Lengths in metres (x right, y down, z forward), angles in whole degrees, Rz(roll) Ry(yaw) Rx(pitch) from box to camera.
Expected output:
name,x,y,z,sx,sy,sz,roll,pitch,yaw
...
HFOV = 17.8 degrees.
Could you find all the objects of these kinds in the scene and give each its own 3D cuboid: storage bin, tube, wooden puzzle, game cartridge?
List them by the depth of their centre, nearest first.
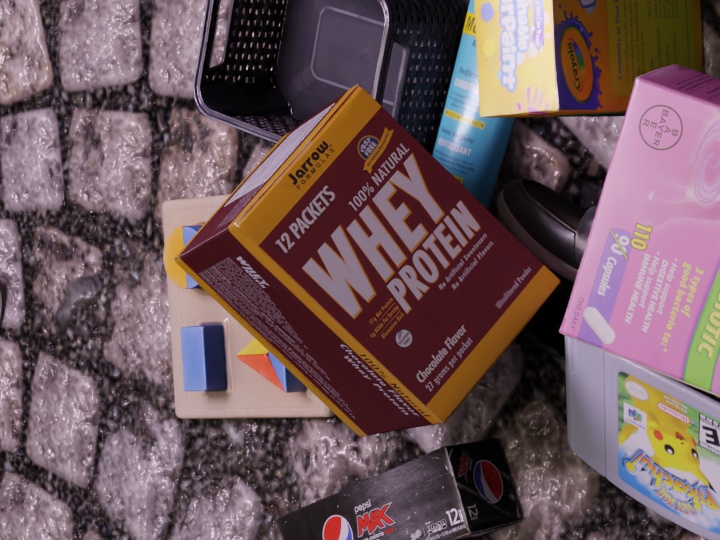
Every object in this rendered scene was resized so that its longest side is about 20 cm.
name,x,y,z,sx,sy,sz,roll,pitch,yaw
game cartridge,0.221,0.116,1.551,0.199,0.040,0.134,27,144,34
tube,0.093,-0.133,1.698,0.077,0.050,0.202,22,103,33
storage bin,-0.025,-0.166,1.773,0.199,0.093,0.136,22,108,40
wooden puzzle,-0.103,0.030,1.895,0.199,0.046,0.187,-4,91,44

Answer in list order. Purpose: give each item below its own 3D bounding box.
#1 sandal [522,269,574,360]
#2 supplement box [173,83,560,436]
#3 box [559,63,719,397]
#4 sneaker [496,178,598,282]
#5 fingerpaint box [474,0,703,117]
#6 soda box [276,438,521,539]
name,x,y,z,sx,sy,sz,roll,pitch,yaw
sandal,0.155,0.038,1.646,0.200,0.043,0.076,43,121,34
supplement box,0.000,0.000,1.624,0.197,0.133,0.200,43,164,-7
box,0.252,-0.013,1.464,0.199,0.097,0.177,22,108,17
sneaker,0.191,-0.034,1.594,0.200,0.075,0.107,36,113,26
fingerpaint box,0.152,-0.204,1.547,0.073,0.166,0.202,-2,92,44
soda box,0.027,0.192,1.768,0.199,0.063,0.071,-27,74,41
